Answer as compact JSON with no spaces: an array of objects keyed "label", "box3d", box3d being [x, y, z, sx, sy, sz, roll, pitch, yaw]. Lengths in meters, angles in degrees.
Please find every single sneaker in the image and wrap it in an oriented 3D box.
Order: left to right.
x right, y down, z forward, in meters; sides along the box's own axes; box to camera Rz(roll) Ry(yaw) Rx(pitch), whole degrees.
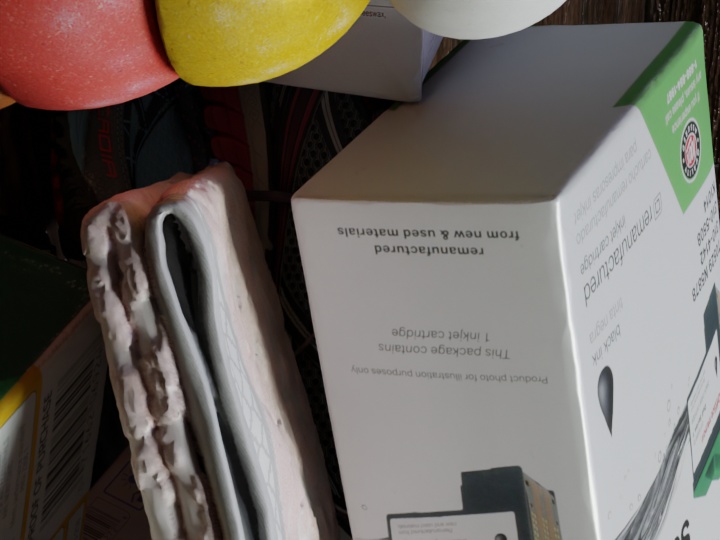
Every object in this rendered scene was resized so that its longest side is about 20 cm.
[{"label":"sneaker","box3d":[-0.049,-0.069,0.803,0.200,0.095,0.080,-67,161,-53]},{"label":"sneaker","box3d":[0.000,0.000,0.732,0.081,0.074,0.201,-12,91,-56]}]

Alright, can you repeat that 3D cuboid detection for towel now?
[{"label":"towel","box3d":[-0.028,0.071,0.608,0.191,0.032,0.201,-65,143,-86]}]

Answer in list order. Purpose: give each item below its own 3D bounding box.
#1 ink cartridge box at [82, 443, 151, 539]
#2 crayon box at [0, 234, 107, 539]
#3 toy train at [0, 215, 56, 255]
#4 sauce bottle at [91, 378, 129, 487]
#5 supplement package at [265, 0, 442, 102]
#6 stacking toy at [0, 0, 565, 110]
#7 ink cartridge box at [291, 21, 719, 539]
[{"label":"ink cartridge box","box3d":[-0.099,0.146,0.693,0.200,0.044,0.094,-50,152,-33]},{"label":"crayon box","box3d":[-0.131,0.093,0.532,0.200,0.051,0.126,-55,162,-51]},{"label":"toy train","box3d":[-0.126,0.002,0.625,0.200,0.034,0.046,-4,101,-79]},{"label":"sauce bottle","box3d":[-0.091,0.089,0.791,0.200,0.066,0.066,83,19,-61]},{"label":"supplement package","box3d":[-0.027,-0.193,0.681,0.191,0.146,0.201,-67,162,-51]},{"label":"stacking toy","box3d":[-0.042,-0.090,0.545,0.146,0.199,0.147,9,90,-80]},{"label":"ink cartridge box","box3d":[0.058,0.042,0.684,0.146,0.084,0.201,-47,132,-55]}]
